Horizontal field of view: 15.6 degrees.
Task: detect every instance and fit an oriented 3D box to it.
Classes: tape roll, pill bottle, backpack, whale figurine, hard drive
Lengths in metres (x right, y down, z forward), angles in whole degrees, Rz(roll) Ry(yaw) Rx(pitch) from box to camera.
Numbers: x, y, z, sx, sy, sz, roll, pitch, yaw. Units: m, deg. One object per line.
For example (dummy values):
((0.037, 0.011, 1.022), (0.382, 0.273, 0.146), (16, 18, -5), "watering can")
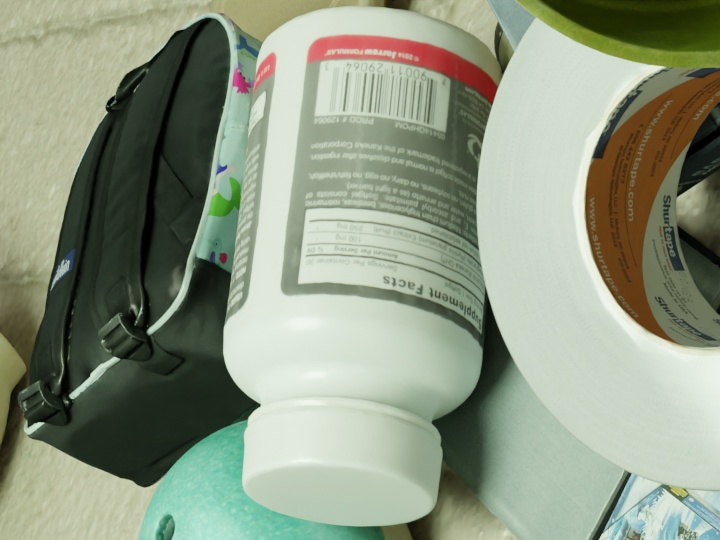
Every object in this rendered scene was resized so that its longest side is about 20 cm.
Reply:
((0.139, -0.023, 0.939), (0.199, 0.066, 0.202), (-1, 88, 39), "tape roll")
((0.000, 0.000, 1.111), (0.110, 0.110, 0.201), (-23, 54, 50), "pill bottle")
((-0.070, -0.013, 1.256), (0.177, 0.150, 0.201), (-39, 40, 44), "backpack")
((-0.030, 0.140, 1.149), (0.200, 0.103, 0.160), (37, 104, 57), "whale figurine")
((0.082, 0.031, 1.103), (0.140, 0.033, 0.200), (-64, 31, 11), "hard drive")

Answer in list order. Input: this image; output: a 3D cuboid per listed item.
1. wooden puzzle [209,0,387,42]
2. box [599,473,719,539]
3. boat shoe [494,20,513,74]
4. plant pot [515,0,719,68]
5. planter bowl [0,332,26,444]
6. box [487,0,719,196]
((-0.026, -0.160, 1.392), (0.200, 0.037, 0.186), (-19, 57, 58), "wooden puzzle")
((0.111, 0.179, 0.964), (0.201, 0.040, 0.137), (-65, 30, 9), "box")
((0.131, -0.135, 1.095), (0.201, 0.075, 0.074), (-59, 36, 32), "boat shoe")
((0.088, -0.193, 0.877), (0.201, 0.199, 0.193), (-62, 23, 13), "plant pot")
((-0.281, 0.062, 1.536), (0.135, 0.201, 0.200), (-44, 29, -11), "planter bowl")
((0.118, -0.145, 1.028), (0.157, 0.051, 0.201), (-34, 74, 32), "box")
